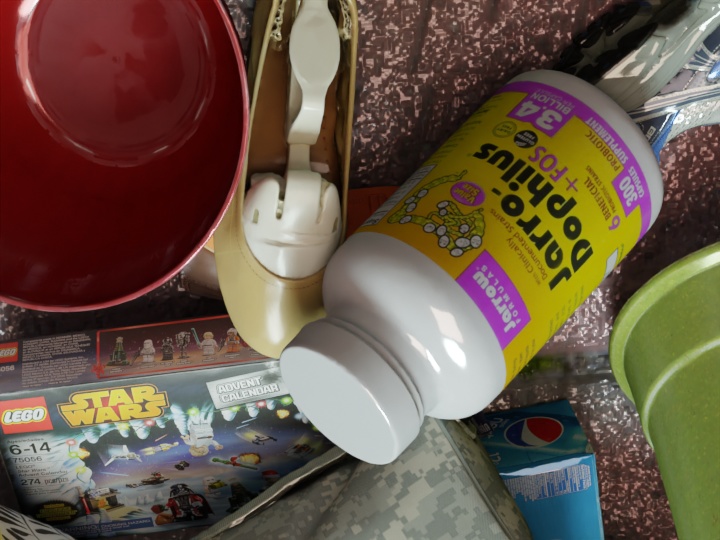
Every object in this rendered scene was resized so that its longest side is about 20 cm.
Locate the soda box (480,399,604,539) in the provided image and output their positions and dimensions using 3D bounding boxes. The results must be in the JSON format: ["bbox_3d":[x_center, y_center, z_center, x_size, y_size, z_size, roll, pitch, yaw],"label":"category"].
[{"bbox_3d":[0.106,0.180,1.107,0.064,0.068,0.202,-10,114,-4],"label":"soda box"}]

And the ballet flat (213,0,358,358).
[{"bbox_3d":[-0.034,-0.059,0.947,0.068,0.063,0.202,4,84,-12],"label":"ballet flat"}]

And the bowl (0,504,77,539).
[{"bbox_3d":[-0.162,0.218,1.017,0.093,0.201,0.202,4,114,-23],"label":"bowl"}]

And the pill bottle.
[{"bbox_3d":[0.052,0.000,0.938,0.200,0.104,0.105,-45,116,-26],"label":"pill bottle"}]

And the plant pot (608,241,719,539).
[{"bbox_3d":[0.232,0.113,0.986,0.198,0.191,0.201,0,144,0],"label":"plant pot"}]

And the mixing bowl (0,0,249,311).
[{"bbox_3d":[-0.134,-0.091,0.930,0.198,0.108,0.202,4,106,12],"label":"mixing bowl"}]

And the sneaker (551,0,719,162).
[{"bbox_3d":[0.194,-0.123,0.989,0.199,0.077,0.085,-35,117,19],"label":"sneaker"}]

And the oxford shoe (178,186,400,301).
[{"bbox_3d":[0.000,0.000,1.029,0.198,0.072,0.073,14,134,-10],"label":"oxford shoe"}]

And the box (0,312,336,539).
[{"bbox_3d":[-0.090,0.083,1.029,0.198,0.040,0.138,-7,137,0],"label":"box"}]

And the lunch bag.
[{"bbox_3d":[0.006,0.173,0.985,0.199,0.139,0.169,-32,93,3],"label":"lunch bag"}]
